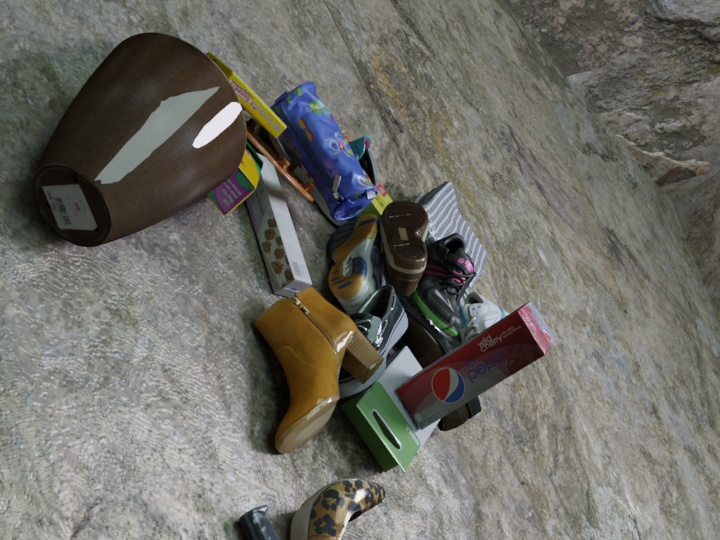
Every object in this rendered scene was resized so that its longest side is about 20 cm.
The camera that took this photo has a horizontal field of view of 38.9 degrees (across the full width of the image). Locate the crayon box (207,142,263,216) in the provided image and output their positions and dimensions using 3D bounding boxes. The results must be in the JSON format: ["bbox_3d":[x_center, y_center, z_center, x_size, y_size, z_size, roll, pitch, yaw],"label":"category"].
[{"bbox_3d":[-0.203,-0.177,1.240,0.201,0.058,0.173,50,7,-14],"label":"crayon box"}]

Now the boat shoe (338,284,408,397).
[{"bbox_3d":[0.002,0.087,1.317,0.072,0.071,0.200,68,28,-21],"label":"boat shoe"}]

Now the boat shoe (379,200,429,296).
[{"bbox_3d":[0.059,-0.031,1.467,0.073,0.076,0.203,8,28,1],"label":"boat shoe"}]

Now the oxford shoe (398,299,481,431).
[{"bbox_3d":[0.088,0.135,1.424,0.202,0.084,0.073,59,-16,-3],"label":"oxford shoe"}]

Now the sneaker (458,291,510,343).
[{"bbox_3d":[0.169,0.098,1.489,0.087,0.075,0.201,43,24,-13],"label":"sneaker"}]

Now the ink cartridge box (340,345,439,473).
[{"bbox_3d":[0.038,0.186,1.311,0.105,0.059,0.200,55,26,-3],"label":"ink cartridge box"}]

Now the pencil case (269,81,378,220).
[{"bbox_3d":[-0.052,-0.165,1.419,0.202,0.078,0.087,59,22,9],"label":"pencil case"}]

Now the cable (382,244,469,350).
[{"bbox_3d":[0.106,0.055,1.561,0.199,0.069,0.203,-4,67,-57],"label":"cable"}]

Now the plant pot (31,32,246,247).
[{"bbox_3d":[-0.244,-0.117,1.056,0.188,0.186,0.201,49,41,-14],"label":"plant pot"}]

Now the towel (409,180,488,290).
[{"bbox_3d":[0.142,-0.051,1.732,0.167,0.085,0.200,54,26,-7],"label":"towel"}]

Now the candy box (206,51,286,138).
[{"bbox_3d":[-0.162,-0.242,1.383,0.102,0.026,0.200,42,3,-25],"label":"candy box"}]

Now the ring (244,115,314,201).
[{"bbox_3d":[-0.128,-0.171,1.377,0.201,0.019,0.200,46,3,-3],"label":"ring"}]

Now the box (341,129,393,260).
[{"bbox_3d":[0.003,-0.119,1.603,0.201,0.050,0.075,55,27,-5],"label":"box"}]

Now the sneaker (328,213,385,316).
[{"bbox_3d":[0.000,0.000,1.462,0.089,0.074,0.202,60,25,-30],"label":"sneaker"}]

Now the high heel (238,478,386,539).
[{"bbox_3d":[-0.023,0.298,1.055,0.198,0.072,0.144,-6,58,-44],"label":"high heel"}]

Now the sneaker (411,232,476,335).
[{"bbox_3d":[0.123,0.012,1.461,0.076,0.083,0.202,39,30,-27],"label":"sneaker"}]

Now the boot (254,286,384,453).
[{"bbox_3d":[-0.077,0.111,1.198,0.143,0.071,0.201,39,47,13],"label":"boot"}]

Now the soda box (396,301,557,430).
[{"bbox_3d":[0.144,0.119,1.273,0.064,0.199,0.070,56,26,5],"label":"soda box"}]

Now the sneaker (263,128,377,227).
[{"bbox_3d":[-0.044,-0.172,1.498,0.201,0.120,0.084,49,27,-14],"label":"sneaker"}]

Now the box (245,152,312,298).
[{"bbox_3d":[-0.115,-0.061,1.343,0.041,0.038,0.203,19,45,-54],"label":"box"}]
